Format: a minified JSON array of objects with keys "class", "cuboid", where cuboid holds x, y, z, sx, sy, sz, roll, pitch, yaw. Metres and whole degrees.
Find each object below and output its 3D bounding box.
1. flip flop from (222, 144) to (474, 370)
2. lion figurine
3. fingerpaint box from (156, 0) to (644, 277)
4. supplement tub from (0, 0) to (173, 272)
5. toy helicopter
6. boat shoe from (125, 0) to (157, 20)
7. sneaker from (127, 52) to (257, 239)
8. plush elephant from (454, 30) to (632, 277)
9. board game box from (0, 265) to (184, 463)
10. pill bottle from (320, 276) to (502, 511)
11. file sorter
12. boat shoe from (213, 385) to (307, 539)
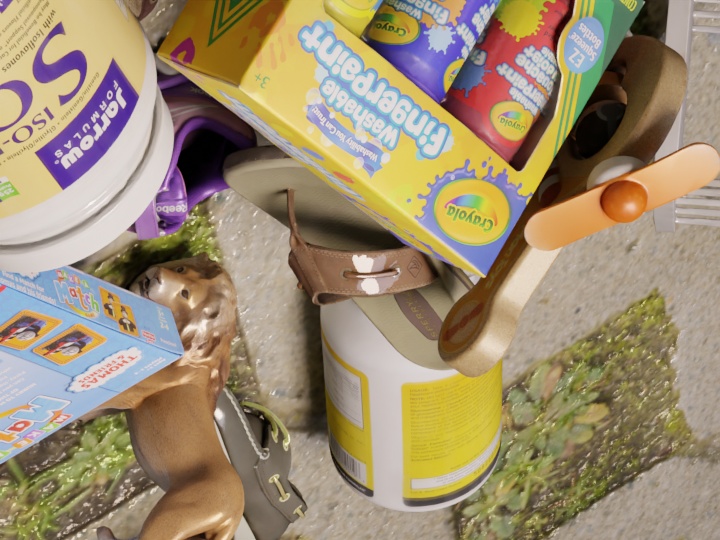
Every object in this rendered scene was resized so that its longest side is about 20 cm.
[{"class":"flip flop","cuboid":[0.000,0.000,1.431,0.200,0.081,0.058,50,44,-39]},{"class":"lion figurine","cuboid":[-0.106,0.097,1.528,0.122,0.200,0.072,-20,167,4]},{"class":"fingerpaint box","cuboid":[0.025,-0.118,1.320,0.200,0.073,0.167,37,81,-42]},{"class":"supplement tub","cuboid":[-0.181,-0.104,1.240,0.145,0.145,0.200,-41,140,-7]},{"class":"toy helicopter","cuboid":[0.107,-0.030,1.396,0.079,0.132,0.200,31,92,-28]},{"class":"boat shoe","cuboid":[-0.109,-0.194,1.314,0.072,0.072,0.200,-31,146,-40]},{"class":"sneaker","cuboid":[-0.135,-0.048,1.412,0.200,0.088,0.081,-27,143,-25]},{"class":"plush elephant","cuboid":[0.081,-0.104,1.531,0.200,0.165,0.155,-13,116,-25]},{"class":"board game box","cuboid":[-0.210,0.044,1.422,0.151,0.037,0.200,-30,151,21]},{"class":"pill bottle","cuboid":[0.032,0.049,1.669,0.112,0.112,0.200,-30,143,-23]},{"class":"file sorter","cuboid":[0.241,-0.100,1.624,0.200,0.124,0.139,40,54,-81]},{"class":"boat shoe","cuboid":[-0.075,0.112,1.658,0.060,0.072,0.202,-36,151,-13]}]
